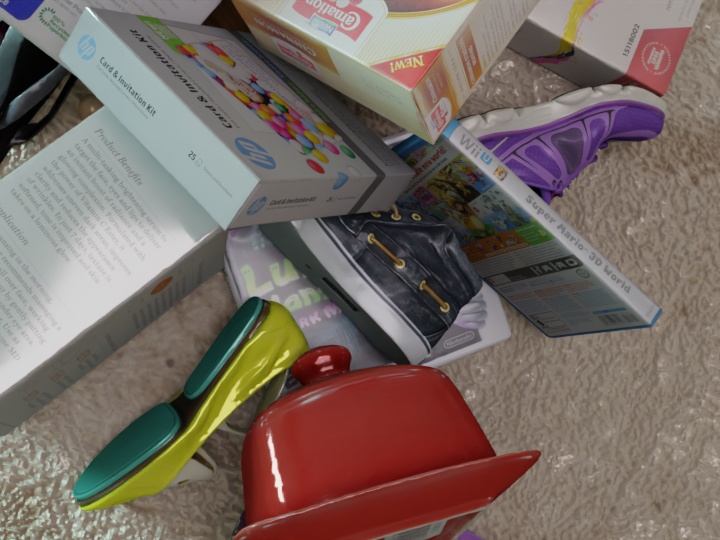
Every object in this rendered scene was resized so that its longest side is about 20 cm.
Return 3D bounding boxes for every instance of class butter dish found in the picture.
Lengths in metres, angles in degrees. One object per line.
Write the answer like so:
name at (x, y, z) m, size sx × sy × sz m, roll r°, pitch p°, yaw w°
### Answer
butter dish at (-0.008, 0.121, 0.722) m, size 0.199 × 0.200 × 0.148 m, roll -11°, pitch 66°, yaw -16°

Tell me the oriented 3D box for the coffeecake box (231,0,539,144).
coffeecake box at (0.038, -0.207, 0.687) m, size 0.153 × 0.073 × 0.200 m, roll 33°, pitch 81°, yaw 24°

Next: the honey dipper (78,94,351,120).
honey dipper at (-0.106, -0.116, 0.791) m, size 0.199 × 0.038 × 0.038 m, roll 3°, pitch 87°, yaw -12°

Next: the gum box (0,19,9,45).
gum box at (-0.254, -0.230, 0.736) m, size 0.200 × 0.066 × 0.114 m, roll -42°, pitch 97°, yaw -14°

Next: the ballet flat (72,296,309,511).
ballet flat at (-0.112, 0.108, 0.756) m, size 0.200 × 0.067 × 0.067 m, roll -47°, pitch 113°, yaw -3°

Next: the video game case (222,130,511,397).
video game case at (0.000, 0.000, 0.819) m, size 0.199 × 0.023 × 0.182 m, roll -20°, pitch 92°, yaw -15°

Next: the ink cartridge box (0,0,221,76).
ink cartridge box at (-0.152, -0.227, 0.648) m, size 0.200 × 0.047 × 0.198 m, roll -50°, pitch 137°, yaw 1°

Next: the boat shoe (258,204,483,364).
boat shoe at (-0.001, -0.027, 0.778) m, size 0.091 × 0.071 × 0.200 m, roll -47°, pitch 105°, yaw -17°

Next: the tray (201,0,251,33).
tray at (-0.133, -0.228, 0.728) m, size 0.099 × 0.037 × 0.200 m, roll -44°, pitch 136°, yaw -13°

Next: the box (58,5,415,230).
box at (-0.069, -0.096, 0.677) m, size 0.156 × 0.200 × 0.041 m, roll 45°, pitch 115°, yaw 17°

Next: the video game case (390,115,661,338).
video game case at (0.103, -0.024, 0.764) m, size 0.200 × 0.143 × 0.018 m, roll 41°, pitch 73°, yaw -11°

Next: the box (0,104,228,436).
box at (-0.194, 0.002, 0.692) m, size 0.200 × 0.152 × 0.106 m, roll -39°, pitch 87°, yaw -15°

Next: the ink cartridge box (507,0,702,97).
ink cartridge box at (0.166, -0.228, 0.851) m, size 0.199 × 0.067 × 0.117 m, roll 24°, pitch 82°, yaw -13°

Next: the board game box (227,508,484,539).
board game box at (0.002, 0.222, 0.808) m, size 0.200 × 0.032 × 0.120 m, roll 30°, pitch 76°, yaw -12°

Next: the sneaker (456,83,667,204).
sneaker at (0.149, -0.090, 0.831) m, size 0.199 × 0.081 × 0.084 m, roll -16°, pitch 88°, yaw -16°

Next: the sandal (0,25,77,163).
sandal at (-0.231, -0.114, 0.734) m, size 0.043 × 0.076 × 0.200 m, roll 33°, pitch 89°, yaw 9°
